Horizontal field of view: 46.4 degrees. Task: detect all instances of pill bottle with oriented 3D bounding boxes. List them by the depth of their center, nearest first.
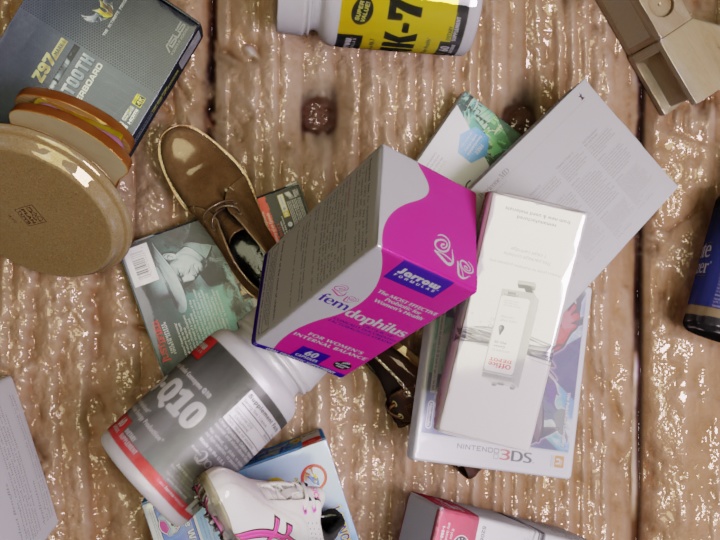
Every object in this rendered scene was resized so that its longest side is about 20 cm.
[{"bbox_3d":[-0.135,0.130,0.799,0.200,0.114,0.114,-44,95,-16],"label":"pill bottle"},{"bbox_3d":[0.016,-0.280,0.843,0.197,0.114,0.116,3,90,-7],"label":"pill bottle"},{"bbox_3d":[0.425,-0.020,0.897,0.110,0.112,0.203,16,88,-7],"label":"pill bottle"}]

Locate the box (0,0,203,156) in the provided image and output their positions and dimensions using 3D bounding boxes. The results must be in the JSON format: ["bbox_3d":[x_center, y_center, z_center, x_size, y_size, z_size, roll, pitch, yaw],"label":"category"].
[{"bbox_3d":[-0.274,-0.201,0.839,0.157,0.051,0.201,32,87,-6],"label":"box"}]

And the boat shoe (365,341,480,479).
[{"bbox_3d":[0.062,0.136,0.873,0.199,0.070,0.071,41,81,-6],"label":"boat shoe"}]

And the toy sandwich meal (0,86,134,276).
[{"bbox_3d":[-0.296,-0.079,0.792,0.203,0.206,0.071,21,48,-7],"label":"toy sandwich meal"}]

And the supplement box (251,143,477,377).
[{"bbox_3d":[0.000,0.000,0.717,0.100,0.200,0.104,23,51,-25],"label":"supplement box"}]

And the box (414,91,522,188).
[{"bbox_3d":[0.145,-0.072,0.900,0.199,0.036,0.145,36,86,-8],"label":"box"}]

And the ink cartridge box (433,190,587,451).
[{"bbox_3d":[0.126,0.037,0.737,0.082,0.147,0.203,13,97,5],"label":"ink cartridge box"}]

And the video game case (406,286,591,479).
[{"bbox_3d":[0.145,0.101,0.855,0.180,0.023,0.203,11,82,-18],"label":"video game case"}]

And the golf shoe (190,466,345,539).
[{"bbox_3d":[-0.081,0.215,0.760,0.092,0.201,0.073,-39,52,-6],"label":"golf shoe"}]

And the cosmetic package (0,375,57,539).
[{"bbox_3d":[-0.394,0.209,0.752,0.163,0.200,0.167,-17,92,-7],"label":"cosmetic package"}]

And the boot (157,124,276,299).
[{"bbox_3d":[-0.132,-0.061,0.826,0.073,0.075,0.201,-34,93,-4],"label":"boot"}]

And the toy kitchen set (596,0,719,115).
[{"bbox_3d":[0.385,-0.297,0.864,0.199,0.163,0.182,-33,94,-6],"label":"toy kitchen set"}]

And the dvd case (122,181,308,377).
[{"bbox_3d":[-0.133,0.010,0.873,0.198,0.022,0.148,-21,93,-8],"label":"dvd case"}]

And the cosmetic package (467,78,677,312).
[{"bbox_3d":[0.207,-0.074,0.858,0.200,0.052,0.151,-43,94,-18],"label":"cosmetic package"}]

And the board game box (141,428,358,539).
[{"bbox_3d":[-0.098,0.292,0.862,0.193,0.056,0.203,-18,93,-7],"label":"board game box"}]

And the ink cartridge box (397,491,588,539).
[{"bbox_3d":[0.133,0.324,0.851,0.198,0.083,0.147,18,80,-18],"label":"ink cartridge box"}]
